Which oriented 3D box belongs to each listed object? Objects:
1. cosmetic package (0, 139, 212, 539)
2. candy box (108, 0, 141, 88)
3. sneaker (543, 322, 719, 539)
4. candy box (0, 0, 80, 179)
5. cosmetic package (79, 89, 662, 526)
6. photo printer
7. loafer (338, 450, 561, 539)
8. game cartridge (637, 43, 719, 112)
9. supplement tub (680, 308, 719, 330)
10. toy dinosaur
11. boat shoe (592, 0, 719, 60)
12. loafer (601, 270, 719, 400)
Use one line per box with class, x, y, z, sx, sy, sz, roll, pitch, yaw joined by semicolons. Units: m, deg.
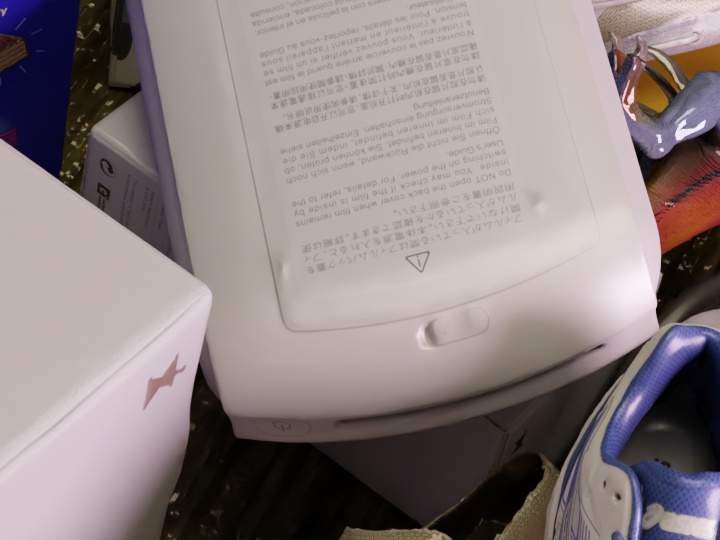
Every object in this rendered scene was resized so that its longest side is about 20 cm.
cosmetic package;-0.181;0.048;0.943;0.199;0.168;0.166;34;49;18
candy box;-0.070;-0.192;1.204;0.061;0.137;0.201;4;49;-8
sneaker;0.082;0.102;0.874;0.075;0.088;0.201;12;48;-3
candy box;-0.189;-0.095;1.046;0.168;0.201;0.077;-15;54;-25
cosmetic package;0.000;0.000;1.086;0.200;0.085;0.107;37;52;18
photo printer;0.012;-0.037;1.002;0.165;0.070;0.201;-14;58;1
loafer;0.005;0.122;0.971;0.199;0.076;0.068;-27;102;-35
game cartridge;0.113;-0.093;1.235;0.199;0.033;0.177;-10;52;-18
supplement tub;0.204;0.082;1.014;0.199;0.145;0.146;-2;49;-24
toy dinosaur;0.144;-0.043;1.114;0.181;0.105;0.201;17;63;-32
boat shoe;0.152;-0.120;1.213;0.201;0.065;0.074;-12;33;-29
loafer;0.172;0.036;1.102;0.199;0.073;0.071;-25;57;-31
